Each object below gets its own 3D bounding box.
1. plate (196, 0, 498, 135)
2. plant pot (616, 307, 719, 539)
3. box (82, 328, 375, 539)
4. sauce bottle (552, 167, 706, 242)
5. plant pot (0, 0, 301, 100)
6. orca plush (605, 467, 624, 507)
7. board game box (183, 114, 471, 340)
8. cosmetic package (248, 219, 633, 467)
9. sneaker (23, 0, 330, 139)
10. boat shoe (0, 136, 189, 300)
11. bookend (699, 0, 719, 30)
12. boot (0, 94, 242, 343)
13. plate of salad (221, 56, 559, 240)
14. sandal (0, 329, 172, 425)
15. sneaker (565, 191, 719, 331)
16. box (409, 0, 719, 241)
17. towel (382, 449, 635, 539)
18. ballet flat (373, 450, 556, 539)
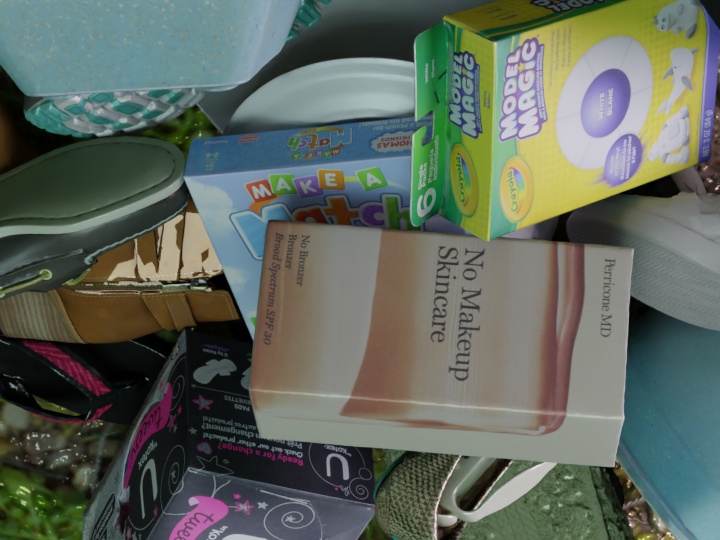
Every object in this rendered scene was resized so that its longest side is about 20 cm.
[{"bbox_3d":[0.023,-0.100,1.403,0.199,0.032,0.200,-27,119,24],"label":"plate"},{"bbox_3d":[0.258,0.071,1.419,0.188,0.200,0.200,-40,115,13],"label":"plant pot"},{"bbox_3d":[-0.088,0.152,1.530,0.131,0.115,0.201,13,134,-20],"label":"box"},{"bbox_3d":[0.117,-0.002,1.446,0.199,0.066,0.066,-35,117,30],"label":"sauce bottle"},{"bbox_3d":[-0.111,-0.193,1.202,0.194,0.196,0.202,-2,103,8],"label":"plant pot"},{"bbox_3d":[0.094,0.191,1.593,0.200,0.105,0.071,-45,153,10],"label":"orca plush"},{"bbox_3d":[0.000,0.000,1.388,0.150,0.037,0.201,-5,134,17],"label":"board game box"},{"bbox_3d":[0.044,0.039,1.305,0.198,0.104,0.087,3,159,3],"label":"cosmetic package"},{"bbox_3d":[-0.108,-0.145,1.353,0.199,0.092,0.077,-28,155,18],"label":"sneaker"},{"bbox_3d":[-0.185,-0.020,1.377,0.199,0.072,0.061,-15,129,11],"label":"boat shoe"},{"bbox_3d":[0.258,-0.164,1.274,0.092,0.198,0.201,-43,69,31],"label":"bookend"},{"bbox_3d":[-0.155,-0.034,1.445,0.154,0.077,0.201,-3,127,9],"label":"boot"},{"bbox_3d":[0.017,-0.053,1.390,0.198,0.048,0.201,7,138,6],"label":"plate of salad"},{"bbox_3d":[-0.203,0.066,1.546,0.198,0.045,0.076,14,127,-5],"label":"sandal"},{"bbox_3d":[0.223,-0.027,1.349,0.199,0.116,0.074,19,152,25],"label":"sneaker"},{"bbox_3d":[0.109,-0.093,1.302,0.199,0.048,0.118,-19,123,-33],"label":"box"},{"bbox_3d":[0.098,0.168,1.527,0.148,0.036,0.202,-25,77,23],"label":"towel"},{"bbox_3d":[0.091,0.081,1.367,0.200,0.075,0.068,-50,138,-10],"label":"ballet flat"}]
